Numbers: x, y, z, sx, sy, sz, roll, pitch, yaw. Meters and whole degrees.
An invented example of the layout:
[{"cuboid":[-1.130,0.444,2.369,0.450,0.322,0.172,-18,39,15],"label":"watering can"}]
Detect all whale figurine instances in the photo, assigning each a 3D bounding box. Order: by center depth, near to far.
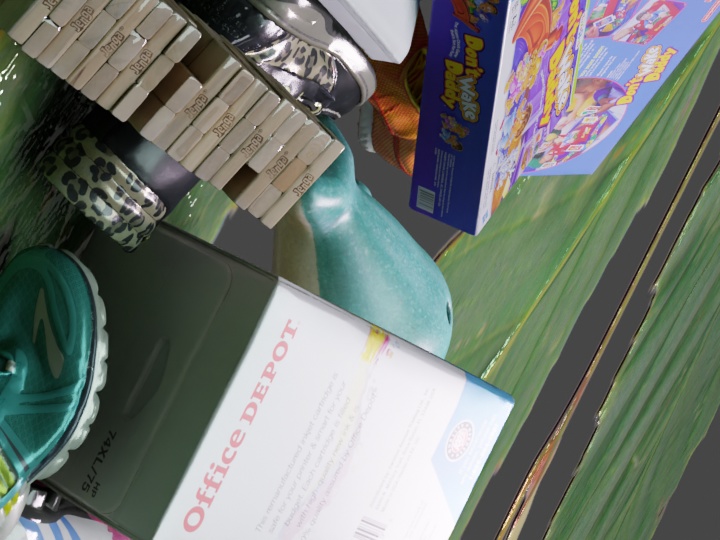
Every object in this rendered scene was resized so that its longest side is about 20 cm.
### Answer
[{"cuboid":[0.000,0.000,1.572,0.160,0.103,0.201,-80,166,-47],"label":"whale figurine"}]

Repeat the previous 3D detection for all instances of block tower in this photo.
[{"cuboid":[-0.092,-0.092,1.152,0.058,0.054,0.200,-47,137,4],"label":"block tower"}]

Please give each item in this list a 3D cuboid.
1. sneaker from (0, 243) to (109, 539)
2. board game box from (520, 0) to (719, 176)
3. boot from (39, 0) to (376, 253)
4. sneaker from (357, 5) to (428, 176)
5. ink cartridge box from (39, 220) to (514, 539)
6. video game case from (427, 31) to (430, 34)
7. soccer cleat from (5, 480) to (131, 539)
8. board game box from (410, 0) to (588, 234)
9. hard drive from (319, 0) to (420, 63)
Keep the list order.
[{"cuboid":[-0.185,0.079,1.231,0.201,0.077,0.080,-63,154,-4],"label":"sneaker"},{"cuboid":[0.131,-0.134,1.665,0.134,0.045,0.200,-3,148,-30],"label":"board game box"},{"cuboid":[-0.075,-0.078,1.305,0.154,0.073,0.204,-47,165,1],"label":"boot"},{"cuboid":[0.033,-0.116,1.575,0.073,0.077,0.200,-58,160,-12],"label":"sneaker"},{"cuboid":[-0.055,0.078,1.360,0.200,0.146,0.147,28,88,-46],"label":"ink cartridge box"},{"cuboid":[0.151,-0.194,1.639,0.142,0.018,0.200,4,144,-38],"label":"video game case"},{"cuboid":[-0.172,0.150,1.377,0.087,0.070,0.200,-61,156,1],"label":"soccer cleat"},{"cuboid":[0.085,-0.138,1.480,0.135,0.045,0.201,-53,159,-38],"label":"board game box"},{"cuboid":[0.003,-0.197,1.332,0.200,0.026,0.133,38,62,-72],"label":"hard drive"}]
